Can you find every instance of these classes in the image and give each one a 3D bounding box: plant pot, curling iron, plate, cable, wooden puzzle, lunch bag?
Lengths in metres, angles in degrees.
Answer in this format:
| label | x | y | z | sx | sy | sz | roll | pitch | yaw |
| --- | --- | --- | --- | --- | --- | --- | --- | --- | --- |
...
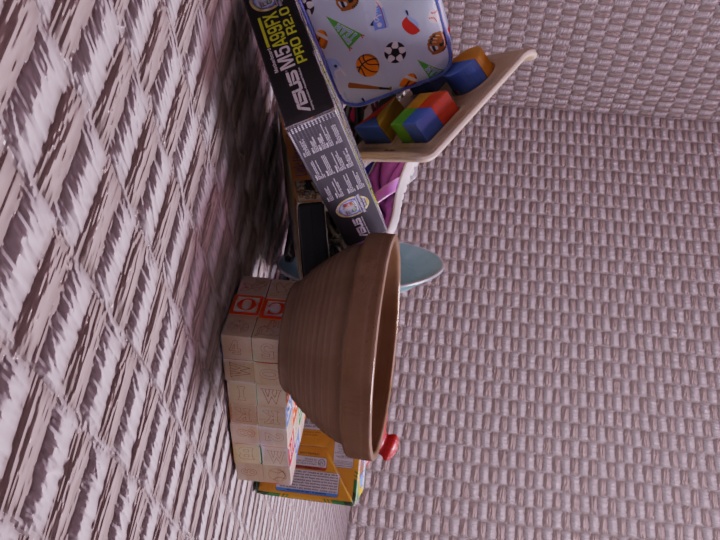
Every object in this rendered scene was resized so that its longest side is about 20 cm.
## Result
| label | x | y | z | sx | sy | sz | roll | pitch | yaw |
| --- | --- | --- | --- | --- | --- | --- | --- | --- | --- |
| plant pot | -0.019 | 0.065 | 0.742 | 0.201 | 0.092 | 0.203 | 5 | 90 | -83 |
| curling iron | -0.071 | -0.059 | 1.045 | 0.050 | 0.025 | 0.200 | 54 | 18 | -17 |
| plate | 0.000 | 0.000 | 0.976 | 0.200 | 0.198 | 0.026 | -71 | 162 | -72 |
| cable | -0.036 | -0.044 | 0.911 | 0.097 | 0.050 | 0.201 | -53 | -160 | 36 |
| wooden puzzle | 0.078 | -0.196 | 0.942 | 0.046 | 0.200 | 0.185 | 54 | -18 | -23 |
| lunch bag | 0.007 | -0.286 | 0.887 | 0.076 | 0.159 | 0.201 | -88 | 159 | -56 |

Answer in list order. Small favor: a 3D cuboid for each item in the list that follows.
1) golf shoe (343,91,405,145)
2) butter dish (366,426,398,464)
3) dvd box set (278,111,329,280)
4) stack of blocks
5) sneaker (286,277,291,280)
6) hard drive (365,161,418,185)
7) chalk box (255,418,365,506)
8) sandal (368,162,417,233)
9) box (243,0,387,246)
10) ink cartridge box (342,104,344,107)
| label | x | y | z | sx | sy | sz | roll | pitch | yaw |
| --- | --- | --- | --- | --- | --- | --- | --- | --- | --- |
| golf shoe | 0.019 | -0.241 | 1.060 | 0.077 | 0.087 | 0.202 | -49 | 143 | -80 |
| butter dish | -0.010 | 0.252 | 1.299 | 0.199 | 0.147 | 0.201 | -5 | 119 | -85 |
| dvd box set | -0.059 | -0.061 | 0.864 | 0.201 | 0.029 | 0.147 | -106 | -170 | -54 |
| stack of blocks | -0.091 | 0.104 | 0.828 | 0.116 | 0.058 | 0.201 | -80 | 173 | -52 |
| sneaker | -0.073 | 0.041 | 0.999 | 0.199 | 0.112 | 0.073 | 5 | 121 | -55 |
| hard drive | -0.003 | -0.100 | 1.125 | 0.200 | 0.025 | 0.132 | -38 | -160 | 25 |
| chalk box | -0.053 | 0.223 | 1.059 | 0.200 | 0.124 | 0.125 | 65 | 31 | -79 |
| sandal | 0.014 | -0.095 | 0.982 | 0.050 | 0.082 | 0.204 | 44 | 55 | -36 |
| box | -0.038 | -0.137 | 0.736 | 0.200 | 0.044 | 0.161 | 61 | 9 | -62 |
| ink cartridge box | -0.054 | -0.207 | 1.036 | 0.200 | 0.050 | 0.110 | -73 | 168 | -64 |
